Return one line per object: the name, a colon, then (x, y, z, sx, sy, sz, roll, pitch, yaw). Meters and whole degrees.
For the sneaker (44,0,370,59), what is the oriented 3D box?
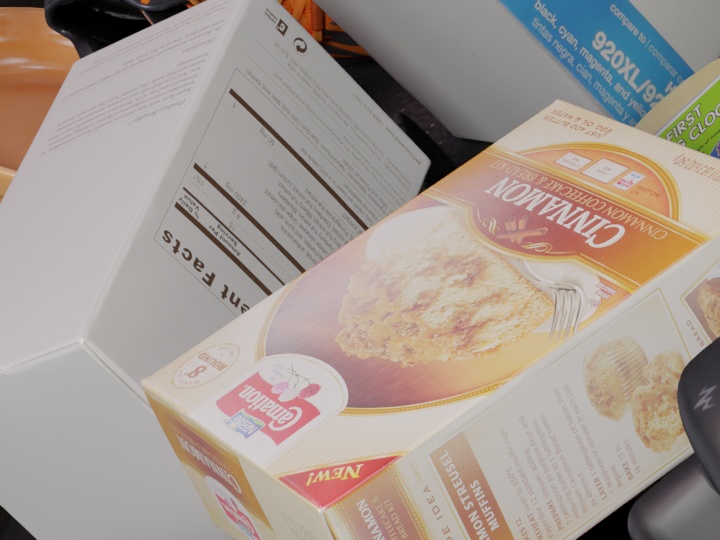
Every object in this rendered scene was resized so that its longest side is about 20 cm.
sneaker: (-0.055, -0.117, 1.403, 0.199, 0.078, 0.112, 2, 29, 12)

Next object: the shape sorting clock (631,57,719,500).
shape sorting clock: (0.134, -0.002, 1.148, 0.200, 0.039, 0.201, -35, 40, 36)

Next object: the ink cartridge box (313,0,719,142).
ink cartridge box: (0.091, -0.172, 1.286, 0.147, 0.145, 0.200, 12, 66, 53)

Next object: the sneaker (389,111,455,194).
sneaker: (-0.002, -0.002, 1.307, 0.104, 0.060, 0.200, -38, 27, 15)

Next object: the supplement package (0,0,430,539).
supplement package: (-0.077, 0.005, 1.202, 0.121, 0.120, 0.200, -19, 36, 42)

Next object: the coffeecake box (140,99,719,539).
coffeecake box: (0.044, 0.033, 1.057, 0.200, 0.073, 0.153, -34, 28, -16)

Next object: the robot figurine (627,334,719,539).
robot figurine: (0.182, 0.043, 0.955, 0.200, 0.125, 0.150, -40, 32, 16)

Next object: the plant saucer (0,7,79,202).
plant saucer: (-0.131, -0.067, 1.385, 0.200, 0.199, 0.038, -117, 36, -57)
